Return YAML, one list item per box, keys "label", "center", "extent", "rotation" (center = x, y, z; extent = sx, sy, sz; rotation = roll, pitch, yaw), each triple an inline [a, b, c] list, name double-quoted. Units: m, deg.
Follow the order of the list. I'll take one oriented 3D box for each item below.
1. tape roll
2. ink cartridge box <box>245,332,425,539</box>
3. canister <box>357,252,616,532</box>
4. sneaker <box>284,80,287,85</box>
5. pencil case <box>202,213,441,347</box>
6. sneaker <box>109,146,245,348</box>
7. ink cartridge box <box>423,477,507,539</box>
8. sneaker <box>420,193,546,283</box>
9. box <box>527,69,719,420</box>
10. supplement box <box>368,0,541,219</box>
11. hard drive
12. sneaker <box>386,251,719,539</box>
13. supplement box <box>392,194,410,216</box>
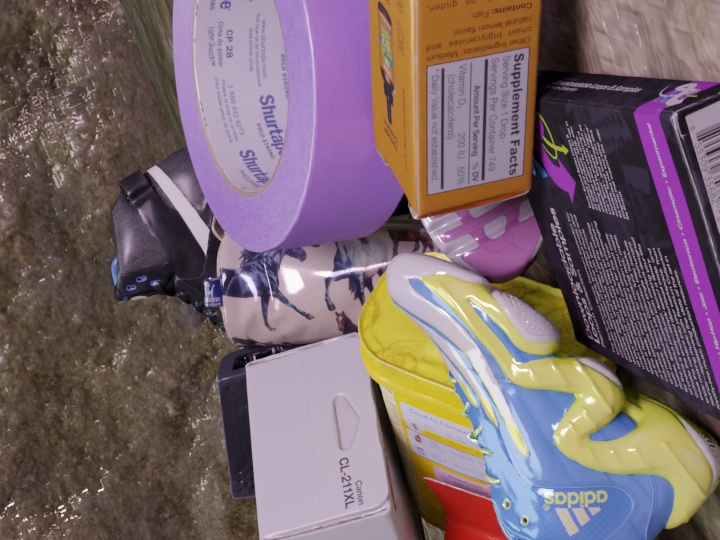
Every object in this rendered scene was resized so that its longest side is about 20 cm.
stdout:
- label: "tape roll"
  center: [-0.041, -0.114, 0.781]
  extent: [0.200, 0.065, 0.203]
  rotation: [32, 127, 57]
- label: "ink cartridge box"
  center: [-0.007, 0.164, 0.911]
  extent: [0.147, 0.082, 0.201]
  rotation: [-100, -6, -47]
- label: "canister"
  center: [0.084, 0.094, 0.860]
  extent: [0.147, 0.087, 0.201]
  rotation: [18, 148, 24]
- label: "sneaker"
  center: [-0.014, -0.143, 0.882]
  extent: [0.202, 0.103, 0.060]
  rotation: [65, 171, 2]
- label: "pencil case"
  center: [0.000, 0.000, 0.909]
  extent: [0.078, 0.197, 0.090]
  rotation: [-82, -18, -51]
- label: "sneaker"
  center: [-0.115, 0.019, 0.999]
  extent: [0.202, 0.111, 0.073]
  rotation: [66, 170, -7]
- label: "ink cartridge box"
  center: [0.120, 0.212, 0.872]
  extent: [0.158, 0.048, 0.201]
  rotation: [16, 153, 26]
- label: "sneaker"
  center: [0.052, -0.078, 0.794]
  extent: [0.089, 0.080, 0.202]
  rotation: [75, 173, -65]
- label: "box"
  center: [0.128, -0.017, 0.633]
  extent: [0.200, 0.036, 0.145]
  rotation: [-149, 37, -71]
- label: "supplement box"
  center: [0.042, -0.125, 0.630]
  extent: [0.067, 0.068, 0.202]
  rotation: [-116, 20, -48]
- label: "hard drive"
  center: [0.000, 0.091, 0.980]
  extent: [0.043, 0.197, 0.136]
  rotation: [-109, 12, -47]
- label: "sneaker"
  center: [0.078, 0.078, 0.707]
  extent: [0.199, 0.106, 0.076]
  rotation: [34, 180, 11]
- label: "supplement box"
  center: [-0.023, -0.051, 1.064]
  extent: [0.202, 0.133, 0.200]
  rotation: [70, 169, -23]
